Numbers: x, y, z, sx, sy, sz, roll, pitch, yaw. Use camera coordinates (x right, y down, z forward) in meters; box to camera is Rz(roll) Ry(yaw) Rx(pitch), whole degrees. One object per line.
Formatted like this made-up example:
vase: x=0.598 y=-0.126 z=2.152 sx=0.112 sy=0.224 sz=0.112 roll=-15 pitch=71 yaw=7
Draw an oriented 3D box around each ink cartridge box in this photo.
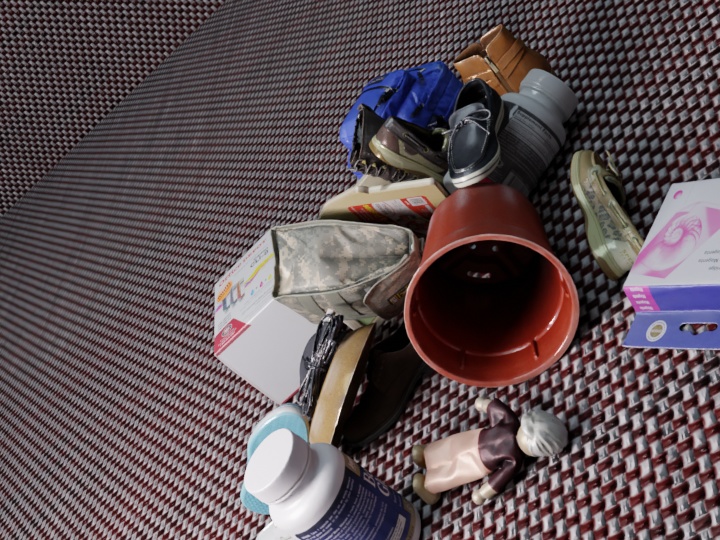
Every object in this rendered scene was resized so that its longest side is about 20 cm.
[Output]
ink cartridge box: x=-0.127 y=0.067 z=1.879 sx=0.145 sy=0.144 sz=0.201 roll=-43 pitch=26 yaw=17
ink cartridge box: x=0.372 y=-0.012 z=1.290 sx=0.196 sy=0.043 sz=0.201 roll=-4 pitch=51 yaw=56

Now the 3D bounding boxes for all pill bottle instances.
pill bottle: x=-0.034 y=0.267 z=1.406 sx=0.111 sy=0.200 sz=0.112 roll=-37 pitch=29 yaw=25
pill bottle: x=0.210 y=-0.170 z=1.676 sx=0.201 sy=0.110 sz=0.111 roll=-55 pitch=26 yaw=-7

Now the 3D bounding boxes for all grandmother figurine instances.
grandmother figurine: x=0.145 y=0.199 z=1.375 sx=0.199 sy=0.060 sz=0.123 roll=-23 pitch=65 yaw=40

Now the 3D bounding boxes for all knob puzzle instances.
knob puzzle: x=0.034 y=-0.078 z=1.620 sx=0.219 sy=0.218 sz=0.031 roll=-21 pitch=61 yaw=46

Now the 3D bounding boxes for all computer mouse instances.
computer mouse: x=-0.056 y=0.117 z=1.644 sx=0.200 sy=0.052 sz=0.140 roll=17 pitch=-89 yaw=-84

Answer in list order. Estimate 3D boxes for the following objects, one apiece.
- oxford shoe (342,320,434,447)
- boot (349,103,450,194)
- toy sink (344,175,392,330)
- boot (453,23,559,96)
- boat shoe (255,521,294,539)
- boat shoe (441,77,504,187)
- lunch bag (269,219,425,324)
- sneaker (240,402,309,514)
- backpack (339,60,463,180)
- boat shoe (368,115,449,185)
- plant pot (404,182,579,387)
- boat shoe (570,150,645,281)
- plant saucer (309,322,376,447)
oxford shoe: x=0.030 y=0.138 z=1.605 sx=0.201 sy=0.084 sz=0.073 roll=-55 pitch=29 yaw=-3
boot: x=0.060 y=-0.131 z=1.760 sx=0.069 sy=0.173 sz=0.202 roll=-41 pitch=44 yaw=49
toy sink: x=0.015 y=-0.024 z=1.785 sx=0.200 sy=0.130 sz=0.112 roll=-50 pitch=26 yaw=1
boot: x=0.183 y=-0.244 z=1.763 sx=0.200 sy=0.154 sz=0.074 roll=-44 pitch=27 yaw=15
boat shoe: x=-0.077 y=0.312 z=1.571 sx=0.199 sy=0.067 sz=0.074 roll=-35 pitch=30 yaw=31
boat shoe: x=0.142 y=-0.178 z=1.576 sx=0.074 sy=0.062 sz=0.201 roll=-18 pitch=34 yaw=28
lunch bag: x=0.000 y=0.000 z=1.619 sx=0.198 sy=0.164 sz=0.119 roll=-7 pitch=76 yaw=14
sneaker: x=-0.112 y=0.221 z=1.670 sx=0.131 sy=0.079 sz=0.201 roll=-80 pitch=11 yaw=-51
backpack: x=0.079 y=-0.234 z=1.912 sx=0.162 sy=0.168 sz=0.201 roll=-3 pitch=46 yaw=52
boat shoe: x=0.108 y=-0.164 z=1.710 sx=0.065 sy=0.198 sz=0.074 roll=-58 pitch=40 yaw=29
plant pot: x=0.154 y=0.001 z=1.477 sx=0.200 sy=0.201 sz=0.196 roll=-39 pitch=20 yaw=22
boat shoe: x=0.299 y=-0.075 z=1.464 sx=0.062 sy=0.073 sz=0.201 roll=-30 pitch=43 yaw=25
plant saucer: x=-0.027 y=0.158 z=1.598 sx=0.200 sy=0.035 sz=0.202 roll=19 pitch=-90 yaw=-84
